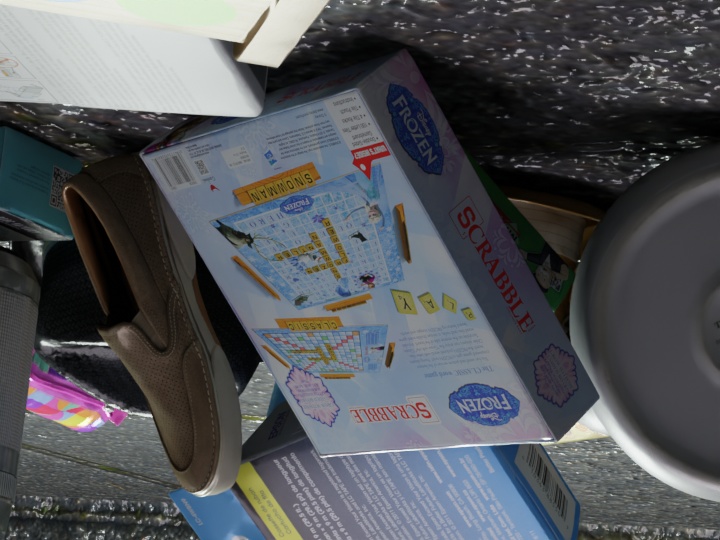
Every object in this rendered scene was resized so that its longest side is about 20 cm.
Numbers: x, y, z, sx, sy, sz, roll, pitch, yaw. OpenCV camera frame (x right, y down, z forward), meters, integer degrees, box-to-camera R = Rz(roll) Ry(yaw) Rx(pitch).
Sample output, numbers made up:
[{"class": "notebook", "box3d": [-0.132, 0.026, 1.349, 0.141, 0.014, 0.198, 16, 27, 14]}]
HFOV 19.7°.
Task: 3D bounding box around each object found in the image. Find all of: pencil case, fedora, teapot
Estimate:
[{"class": "pencil case", "box3d": [-0.274, 0.087, 1.804, 0.088, 0.089, 0.200, 1, 168, 20]}, {"class": "fedora", "box3d": [0.067, 0.004, 1.242, 0.200, 0.082, 0.201, 6, 168, 1]}, {"class": "fedora", "box3d": [-0.130, 0.030, 1.283, 0.200, 0.092, 0.201, 8, 142, 6]}, {"class": "teapot", "box3d": [0.205, 0.021, 1.073, 0.199, 0.198, 0.146, 17, -174, 7]}]

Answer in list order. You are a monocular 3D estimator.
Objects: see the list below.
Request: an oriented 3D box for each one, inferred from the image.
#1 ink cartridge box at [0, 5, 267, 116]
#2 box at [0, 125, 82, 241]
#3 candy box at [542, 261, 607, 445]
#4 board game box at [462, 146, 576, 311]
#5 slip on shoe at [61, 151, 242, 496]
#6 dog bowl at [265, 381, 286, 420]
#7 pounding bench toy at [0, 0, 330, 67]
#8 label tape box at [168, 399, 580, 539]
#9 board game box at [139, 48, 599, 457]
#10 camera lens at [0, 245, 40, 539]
[{"class": "ink cartridge box", "box3d": [-0.140, -0.115, 0.874, 0.173, 0.044, 0.200, 4, 168, 8]}, {"class": "box", "box3d": [-0.271, -0.049, 1.228, 0.199, 0.049, 0.082, 0, 167, 26]}, {"class": "candy box", "box3d": [0.150, 0.044, 1.262, 0.055, 0.116, 0.200, 41, 159, -13]}, {"class": "board game box", "box3d": [0.006, -0.022, 1.131, 0.135, 0.029, 0.200, 46, 150, -23]}, {"class": "slip on shoe", "box3d": [-0.120, 0.034, 1.176, 0.060, 0.201, 0.076, -14, -174, -36]}, {"class": "dog bowl", "box3d": [-0.014, 0.056, 1.339, 0.049, 0.200, 0.112, 30, 118, -11]}, {"class": "pounding bench toy", "box3d": [-0.071, -0.129, 0.572, 0.155, 0.125, 0.200, 8, 168, -13]}, {"class": "label tape box", "box3d": [0.009, 0.135, 1.227, 0.199, 0.066, 0.144, -23, 112, 25]}, {"class": "board game box", "box3d": [0.000, 0.000, 1.049, 0.041, 0.200, 0.200, -39, -162, -33]}, {"class": "camera lens", "box3d": [-0.275, 0.075, 1.206, 0.159, 0.201, 0.160, 5, 169, 1]}]
